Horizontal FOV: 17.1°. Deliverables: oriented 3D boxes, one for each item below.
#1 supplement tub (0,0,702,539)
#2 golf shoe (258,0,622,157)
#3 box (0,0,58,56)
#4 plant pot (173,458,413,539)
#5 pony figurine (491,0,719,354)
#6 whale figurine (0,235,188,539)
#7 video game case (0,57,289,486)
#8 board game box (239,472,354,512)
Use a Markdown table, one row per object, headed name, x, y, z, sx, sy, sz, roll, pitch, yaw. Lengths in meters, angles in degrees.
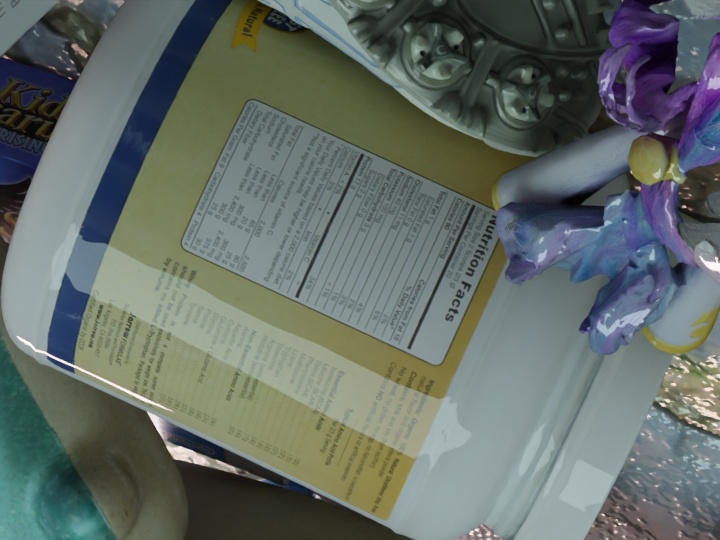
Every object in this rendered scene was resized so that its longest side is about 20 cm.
| name | x | y | z | sx | sy | sz | roll | pitch | yaw |
| --- | --- | --- | --- | --- | --- | --- | --- | --- | --- |
| supplement tub | 0.000 | 0.000 | 0.776 | 0.199 | 0.145 | 0.145 | 25 | 150 | 2 |
| golf shoe | -0.011 | -0.106 | 0.714 | 0.200 | 0.078 | 0.097 | 40 | 165 | -12 |
| box | -0.205 | -0.149 | 0.668 | 0.199 | 0.131 | 0.200 | 29 | 155 | 33 |
| plant pot | -0.010 | 0.174 | 0.968 | 0.199 | 0.188 | 0.188 | 0 | 141 | 35 |
| pony figurine | 0.117 | -0.043 | 0.616 | 0.192 | 0.167 | 0.200 | -10 | 164 | -30 |
| whale figurine | -0.140 | 0.052 | 0.881 | 0.159 | 0.104 | 0.200 | 51 | 168 | 36 |
| video game case | -0.114 | -0.006 | 0.957 | 0.199 | 0.046 | 0.182 | 19 | 148 | 13 |
| board game box | -0.029 | 0.174 | 1.187 | 0.200 | 0.026 | 0.200 | 42 | 146 | -25 |
